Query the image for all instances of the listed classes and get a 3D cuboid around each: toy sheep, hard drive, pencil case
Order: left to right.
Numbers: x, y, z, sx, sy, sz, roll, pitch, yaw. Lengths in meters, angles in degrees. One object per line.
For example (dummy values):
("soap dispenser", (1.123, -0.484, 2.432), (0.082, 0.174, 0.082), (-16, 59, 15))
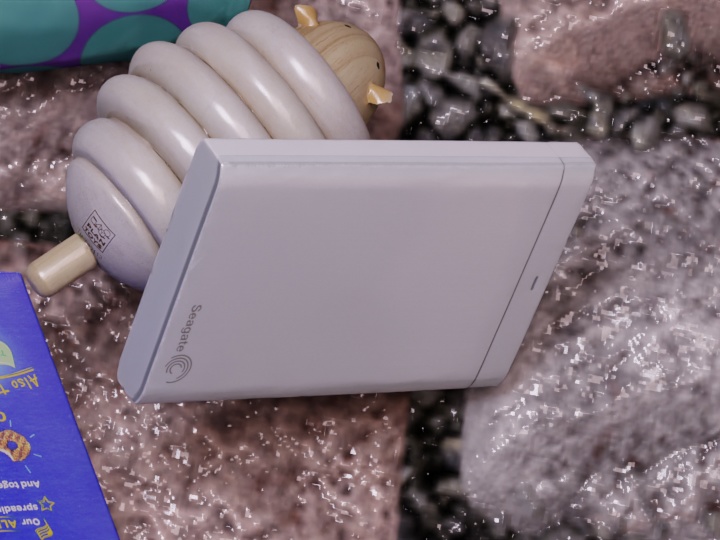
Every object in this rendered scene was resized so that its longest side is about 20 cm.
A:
("pencil case", (-0.150, -0.140, 1.297), (0.200, 0.085, 0.092), (-7, 45, -10))
("toy sheep", (-0.069, -0.047, 1.266), (0.200, 0.138, 0.138), (-41, 87, -15))
("hard drive", (0.000, 0.000, 1.240), (0.200, 0.132, 0.027), (-1, 38, -33))

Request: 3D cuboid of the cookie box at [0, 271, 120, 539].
("cookie box", (-0.204, 0.101, 1.177), (0.171, 0.075, 0.200), (-1, 52, -32))
